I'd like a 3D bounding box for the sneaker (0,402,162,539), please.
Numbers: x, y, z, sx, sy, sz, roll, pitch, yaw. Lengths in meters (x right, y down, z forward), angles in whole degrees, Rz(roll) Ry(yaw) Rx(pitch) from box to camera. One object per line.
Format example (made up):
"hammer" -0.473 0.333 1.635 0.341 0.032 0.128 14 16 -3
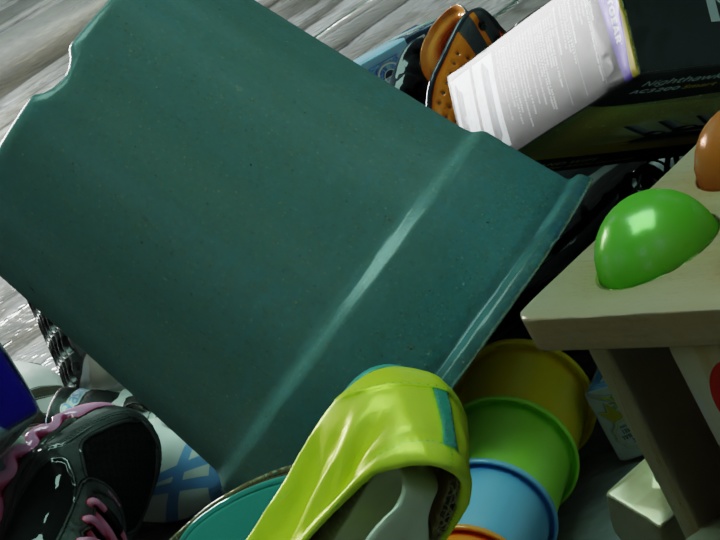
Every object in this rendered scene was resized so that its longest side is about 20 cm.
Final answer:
"sneaker" -0.130 0.139 1.003 0.095 0.079 0.200 -4 43 41

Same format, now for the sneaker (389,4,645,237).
"sneaker" 0.091 -0.091 1.109 0.200 0.112 0.078 -42 9 -32

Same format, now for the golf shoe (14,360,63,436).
"golf shoe" -0.207 0.078 1.247 0.078 0.095 0.200 -27 17 12

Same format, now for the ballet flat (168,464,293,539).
"ballet flat" -0.055 0.132 0.887 0.200 0.071 0.065 -30 -27 22

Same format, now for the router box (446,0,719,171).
"router box" 0.160 -0.092 0.999 0.199 0.052 0.157 -8 -10 -24

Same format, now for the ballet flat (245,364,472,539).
"ballet flat" -0.021 0.123 0.783 0.200 0.067 0.067 -60 29 17

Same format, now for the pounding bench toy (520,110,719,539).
"pounding bench toy" 0.129 0.029 0.755 0.124 0.156 0.200 -41 21 -31

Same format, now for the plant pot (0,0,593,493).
"plant pot" -0.043 -0.013 0.955 0.201 0.196 0.200 -54 -1 -1

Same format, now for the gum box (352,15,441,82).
"gum box" -0.037 -0.065 1.217 0.200 0.045 0.170 -31 5 -3

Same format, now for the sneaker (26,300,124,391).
"sneaker" -0.118 0.025 1.215 0.093 0.071 0.200 -24 -8 -7

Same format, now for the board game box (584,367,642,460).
"board game box" 0.181 -0.006 0.962 0.134 0.034 0.200 -18 21 31

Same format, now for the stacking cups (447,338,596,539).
"stacking cups" 0.042 0.098 0.857 0.060 0.061 0.200 -21 20 25

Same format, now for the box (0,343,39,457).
"box" -0.266 0.093 1.038 0.200 0.105 0.184 -32 -4 -27

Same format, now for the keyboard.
"keyboard" 0.108 -0.003 1.080 0.104 0.040 0.200 -35 9 17

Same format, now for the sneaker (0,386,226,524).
"sneaker" -0.104 0.082 1.112 0.199 0.073 0.072 -19 19 26
